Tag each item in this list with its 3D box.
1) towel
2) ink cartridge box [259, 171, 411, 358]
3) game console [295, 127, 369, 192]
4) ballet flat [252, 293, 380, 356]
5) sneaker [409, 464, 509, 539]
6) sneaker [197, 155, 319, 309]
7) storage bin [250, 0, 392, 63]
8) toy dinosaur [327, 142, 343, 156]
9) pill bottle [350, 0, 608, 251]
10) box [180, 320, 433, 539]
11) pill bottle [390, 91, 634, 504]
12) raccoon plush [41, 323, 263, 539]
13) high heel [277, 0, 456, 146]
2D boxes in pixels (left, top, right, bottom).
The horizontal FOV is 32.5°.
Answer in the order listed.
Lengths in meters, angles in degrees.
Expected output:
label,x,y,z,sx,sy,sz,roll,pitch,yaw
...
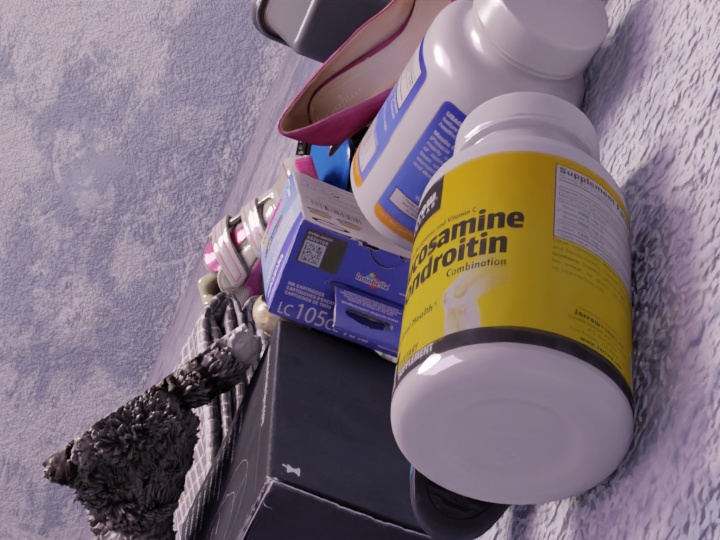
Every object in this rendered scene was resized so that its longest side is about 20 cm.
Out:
label,x,y,z,sx,sy,sz,roll,pitch,yaw
towel,-0.116,0.143,1.052,0.166,0.085,0.201,123,145,-46
ink cartridge box,0.000,0.000,0.919,0.200,0.135,0.077,-114,45,-74
game console,-0.010,-0.045,1.141,0.118,0.170,0.202,29,116,34
ballet flat,-0.034,0.064,0.967,0.057,0.066,0.200,-52,-27,-1
sneaker,0.067,0.067,0.702,0.079,0.065,0.202,109,176,-58
sneaker,-0.087,-0.018,1.070,0.082,0.087,0.201,-110,33,-41
storage bin,0.010,-0.252,1.216,0.146,0.198,0.135,-64,24,19
toy dinosaur,0.050,-0.157,0.949,0.135,0.198,0.087,39,-142,-63
pill bottle,0.079,-0.108,0.817,0.200,0.111,0.113,125,162,-47
box,-0.042,0.177,0.834,0.200,0.123,0.198,-93,25,-64
pill bottle,0.079,0.005,0.617,0.112,0.111,0.201,124,163,-45
raccoon plush,-0.124,0.147,0.854,0.199,0.135,0.097,-35,-2,3
high heel,0.021,-0.160,0.860,0.200,0.068,0.096,-38,-10,39
